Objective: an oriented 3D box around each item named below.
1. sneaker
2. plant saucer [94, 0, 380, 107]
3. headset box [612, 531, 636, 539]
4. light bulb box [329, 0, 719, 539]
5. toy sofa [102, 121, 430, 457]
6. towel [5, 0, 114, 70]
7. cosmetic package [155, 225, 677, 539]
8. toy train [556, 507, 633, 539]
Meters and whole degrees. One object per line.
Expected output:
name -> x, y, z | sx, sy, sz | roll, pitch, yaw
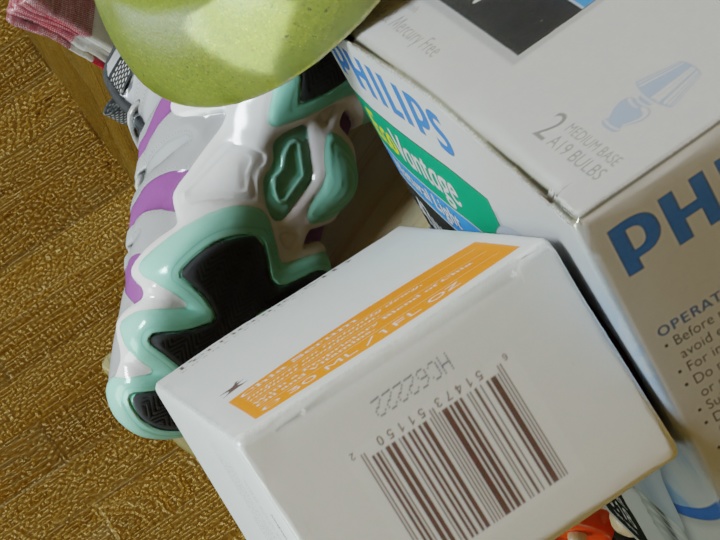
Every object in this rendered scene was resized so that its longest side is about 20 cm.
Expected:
sneaker -> -0.067, -0.039, 1.088 | 0.078, 0.200, 0.140 | 32, 173, -40
plant saucer -> -0.032, -0.150, 0.882 | 0.031, 0.200, 0.200 | 23, -165, -37
headset box -> 0.107, 0.072, 1.085 | 0.200, 0.149, 0.075 | 59, 172, -25
light bulb box -> 0.109, -0.007, 0.831 | 0.200, 0.125, 0.198 | 59, 172, -30
toy sofa -> 0.000, 0.000, 1.122 | 0.098, 0.200, 0.083 | 28, 166, 32
towel -> -0.076, -0.125, 1.290 | 0.200, 0.023, 0.144 | 32, -135, -33
cosmetic package -> 0.008, 0.042, 0.815 | 0.071, 0.101, 0.200 | 58, 172, -7
toy train -> 0.129, 0.086, 1.004 | 0.200, 0.056, 0.150 | 18, 156, -28
